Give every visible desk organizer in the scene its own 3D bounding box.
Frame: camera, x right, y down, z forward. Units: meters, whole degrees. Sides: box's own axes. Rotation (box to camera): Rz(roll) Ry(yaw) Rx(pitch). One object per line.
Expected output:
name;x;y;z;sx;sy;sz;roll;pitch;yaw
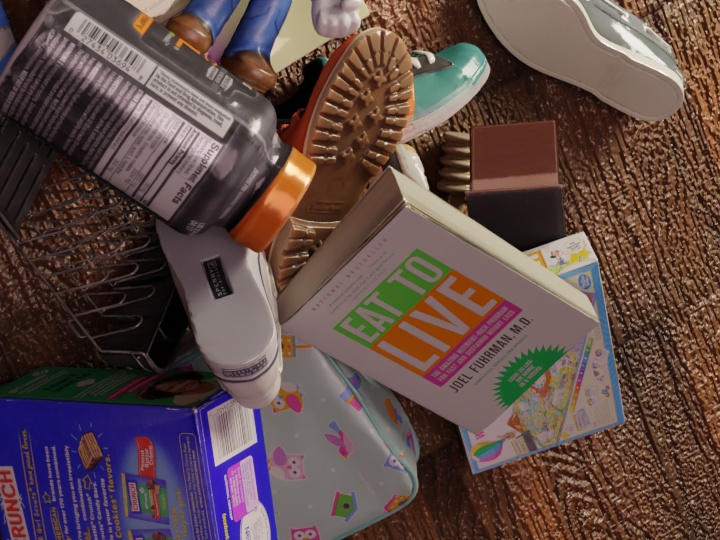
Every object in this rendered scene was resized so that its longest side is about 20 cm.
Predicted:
desk organizer;0.128;-0.018;1.230;0.071;0.077;0.200;-4;136;8

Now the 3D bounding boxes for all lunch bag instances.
lunch bag;-0.061;0.113;1.180;0.160;0.077;0.200;-29;107;17

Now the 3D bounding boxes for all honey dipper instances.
honey dipper;0.071;-0.010;1.258;0.038;0.038;0.201;4;99;-22

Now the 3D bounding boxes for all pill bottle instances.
pill bottle;-0.127;-0.093;1.010;0.200;0.106;0.106;34;85;-10

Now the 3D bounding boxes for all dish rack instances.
dish rack;-0.179;-0.041;1.085;0.200;0.054;0.154;59;33;-38

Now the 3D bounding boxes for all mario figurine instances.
mario figurine;-0.051;-0.222;1.033;0.123;0.106;0.201;18;100;-57

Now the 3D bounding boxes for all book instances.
book;0.054;0.029;1.114;0.200;0.048;0.134;29;115;-33

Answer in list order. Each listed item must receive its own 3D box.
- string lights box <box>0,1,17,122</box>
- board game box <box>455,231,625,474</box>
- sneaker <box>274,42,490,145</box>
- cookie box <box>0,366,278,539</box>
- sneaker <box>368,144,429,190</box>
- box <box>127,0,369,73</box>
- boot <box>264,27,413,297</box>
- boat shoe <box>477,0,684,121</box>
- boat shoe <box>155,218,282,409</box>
string lights box;-0.300;-0.174;1.075;0.102;0.059;0.201;-24;106;-16
board game box;0.128;0.069;1.223;0.134;0.034;0.200;-19;136;-1
sneaker;0.005;-0.135;1.194;0.199;0.071;0.080;-30;112;-13
cookie box;-0.162;0.160;1.105;0.075;0.199;0.172;-25;112;-56
sneaker;0.000;0.000;1.190;0.087;0.076;0.201;2;116;-14
box;-0.124;-0.224;1.117;0.176;0.097;0.200;-34;108;-14
boot;-0.036;-0.089;1.106;0.075;0.107;0.201;9;114;-38
boat shoe;0.178;-0.194;1.270;0.200;0.073;0.062;30;43;-16
boat shoe;-0.090;0.009;1.074;0.071;0.200;0.070;-18;139;-4
